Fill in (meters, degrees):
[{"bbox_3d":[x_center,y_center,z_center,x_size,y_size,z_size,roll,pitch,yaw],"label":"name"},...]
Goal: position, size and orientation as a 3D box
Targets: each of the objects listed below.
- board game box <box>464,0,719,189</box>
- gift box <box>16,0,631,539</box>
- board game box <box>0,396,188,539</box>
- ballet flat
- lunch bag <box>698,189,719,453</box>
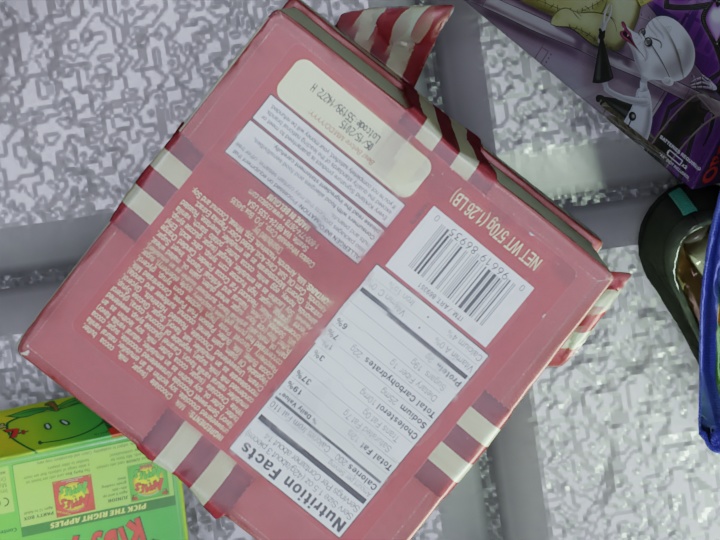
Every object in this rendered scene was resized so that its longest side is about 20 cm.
[{"bbox_3d":[0.089,-0.138,1.020,0.200,0.032,0.120,42,121,28],"label":"board game box"},{"bbox_3d":[0.000,0.000,1.021,0.184,0.187,0.200,43,94,-3],"label":"gift box"},{"bbox_3d":[-0.170,0.117,1.061,0.199,0.048,0.102,-11,113,-15],"label":"board game box"},{"bbox_3d":[0.179,0.054,1.085,0.068,0.068,0.200,-37,94,1],"label":"ballet flat"},{"bbox_3d":[0.224,-0.017,0.986,0.170,0.127,0.201,1,122,-40],"label":"lunch bag"}]
